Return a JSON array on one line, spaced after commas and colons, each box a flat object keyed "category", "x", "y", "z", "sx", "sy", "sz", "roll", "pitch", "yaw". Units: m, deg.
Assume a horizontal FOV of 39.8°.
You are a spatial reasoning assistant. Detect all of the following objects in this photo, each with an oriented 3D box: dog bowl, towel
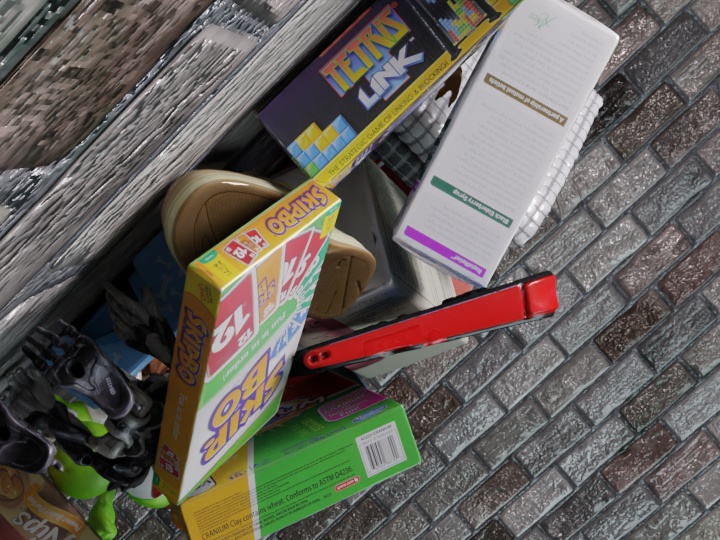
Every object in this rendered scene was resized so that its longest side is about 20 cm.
[{"category": "dog bowl", "x": -0.137, "y": 0.020, "z": 0.679, "sx": 0.200, "sy": 0.050, "sz": 0.112, "roll": -43, "pitch": -177, "yaw": 21}, {"category": "towel", "x": 0.109, "y": -0.133, "z": 0.885, "sx": 0.085, "sy": 0.165, "sz": 0.201, "roll": -29, "pitch": -155, "yaw": 53}]

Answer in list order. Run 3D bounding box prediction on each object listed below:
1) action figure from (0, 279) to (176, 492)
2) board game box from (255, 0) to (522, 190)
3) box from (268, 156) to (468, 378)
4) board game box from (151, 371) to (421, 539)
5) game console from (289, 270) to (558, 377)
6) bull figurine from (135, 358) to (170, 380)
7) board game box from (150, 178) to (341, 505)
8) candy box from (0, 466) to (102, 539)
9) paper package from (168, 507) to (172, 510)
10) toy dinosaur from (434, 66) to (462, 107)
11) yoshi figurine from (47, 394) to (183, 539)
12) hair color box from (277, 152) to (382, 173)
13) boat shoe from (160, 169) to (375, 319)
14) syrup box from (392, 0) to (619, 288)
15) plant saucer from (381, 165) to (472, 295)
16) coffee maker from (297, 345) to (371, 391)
[{"category": "action figure", "x": -0.147, "y": 0.068, "z": 0.580, "sx": 0.119, "sy": 0.102, "sz": 0.200, "roll": -45, "pitch": 167, "yaw": -1}, {"category": "board game box", "x": 0.019, "y": -0.123, "z": 0.608, "sx": 0.165, "sy": 0.057, "sz": 0.200, "roll": -42, "pitch": -176, "yaw": 1}, {"category": "box", "x": 0.000, "y": 0.000, "z": 0.845, "sx": 0.107, "sy": 0.130, "sz": 0.200, "roll": -22, "pitch": 156, "yaw": 16}, {"category": "board game box", "x": -0.065, "y": 0.124, "z": 0.688, "sx": 0.151, "sy": 0.041, "sz": 0.200, "roll": -22, "pitch": -171, "yaw": -17}, {"category": "game console", "x": 0.030, "y": 0.041, "z": 0.683, "sx": 0.174, "sy": 0.032, "sz": 0.200, "roll": -12, "pitch": 175, "yaw": -11}, {"category": "bull figurine", "x": -0.153, "y": 0.051, "z": 0.801, "sx": 0.201, "sy": 0.065, "sz": 0.122, "roll": -51, "pitch": -144, "yaw": 21}, {"category": "board game box", "x": -0.068, "y": 0.049, "z": 0.546, "sx": 0.095, "sy": 0.030, "sz": 0.202, "roll": -40, "pitch": 161, "yaw": -42}, {"category": "candy box", "x": -0.247, "y": 0.170, "z": 0.717, "sx": 0.055, "sy": 0.116, "sz": 0.200, "roll": -44, "pitch": -177, "yaw": -22}, {"category": "paper package", "x": -0.156, "y": 0.119, "z": 1.028, "sx": 0.102, "sy": 0.193, "sz": 0.200, "roll": 7, "pitch": -140, "yaw": 45}, {"category": "toy dinosaur", "x": 0.054, "y": -0.181, "z": 0.778, "sx": 0.199, "sy": 0.061, "sz": 0.106, "roll": -40, "pitch": -149, "yaw": -4}, {"category": "yoshi figurine", "x": -0.197, "y": 0.170, "z": 0.846, "sx": 0.111, "sy": 0.199, "sz": 0.114, "roll": -11, "pitch": -121, "yaw": 42}, {"category": "hair color box", "x": -0.039, "y": -0.084, "z": 0.942, "sx": 0.111, "sy": 0.064, "sz": 0.200, "roll": -46, "pitch": -178, "yaw": -43}, {"category": "boat shoe", "x": -0.059, "y": -0.021, "z": 0.585, "sx": 0.073, "sy": 0.065, "sz": 0.199, "roll": -52, "pitch": 154, "yaw": 8}, {"category": "syrup box", "x": 0.100, "y": -0.095, "z": 0.724, "sx": 0.202, "sy": 0.081, "sz": 0.079, "roll": -61, "pitch": -179, "yaw": 8}, {"category": "plant saucer", "x": 0.045, "y": -0.066, "z": 1.016, "sx": 0.036, "sy": 0.198, "sz": 0.203, "roll": 14, "pitch": 99, "yaw": -55}, {"category": "coffee maker", "x": -0.074, "y": 0.105, "z": 0.913, "sx": 0.133, "sy": 0.201, "sz": 0.193, "roll": -25, "pitch": -148, "yaw": 14}]
